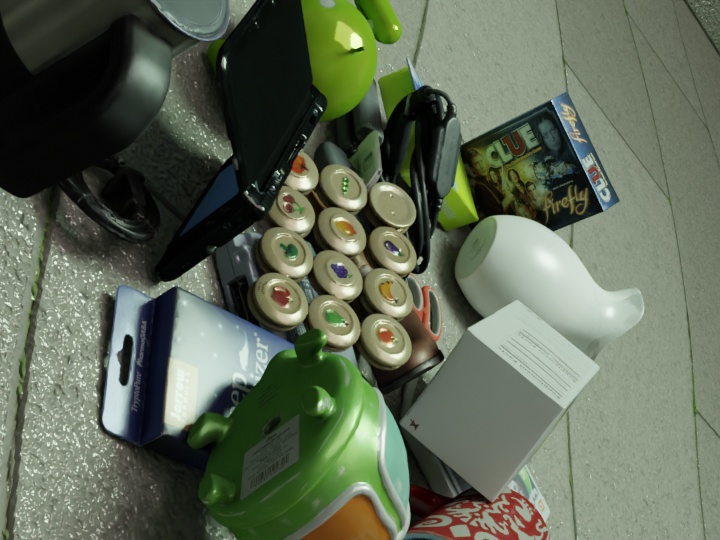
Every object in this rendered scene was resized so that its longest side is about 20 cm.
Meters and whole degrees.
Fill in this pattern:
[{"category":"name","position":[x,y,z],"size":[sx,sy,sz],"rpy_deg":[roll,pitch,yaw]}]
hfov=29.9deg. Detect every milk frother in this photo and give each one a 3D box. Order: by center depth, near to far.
[{"category":"milk frother","position":[-0.165,-0.132,0.935],"size":[0.199,0.186,0.183],"rpy_deg":[14,56,-57]}]

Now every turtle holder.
[{"category":"turtle holder","position":[-0.038,0.133,0.933],"size":[0.132,0.141,0.185],"rpy_deg":[47,-11,-23]}]

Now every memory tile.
[{"category":"memory tile","position":[-0.019,-0.015,1.147],"size":[0.152,0.017,0.202],"rpy_deg":[22,46,-21]}]

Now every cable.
[{"category":"cable","position":[0.041,-0.081,1.327],"size":[0.050,0.163,0.203],"rpy_deg":[7,92,-23]}]

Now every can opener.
[{"category":"can opener","position":[-0.013,-0.141,1.348],"size":[0.066,0.053,0.201],"rpy_deg":[32,30,-27]}]

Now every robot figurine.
[{"category":"robot figurine","position":[-0.048,-0.200,1.240],"size":[0.200,0.173,0.117],"rpy_deg":[-125,-168,-72]}]

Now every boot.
[{"category":"boot","position":[0.000,0.000,1.213],"size":[0.202,0.068,0.188],"rpy_deg":[60,10,-12]}]

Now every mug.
[{"category":"mug","position":[0.080,0.239,1.142],"size":[0.200,0.132,0.180],"rpy_deg":[-15,83,-66]}]

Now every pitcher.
[{"category":"pitcher","position":[0.194,0.044,1.524],"size":[0.198,0.173,0.121],"rpy_deg":[30,12,-18]}]

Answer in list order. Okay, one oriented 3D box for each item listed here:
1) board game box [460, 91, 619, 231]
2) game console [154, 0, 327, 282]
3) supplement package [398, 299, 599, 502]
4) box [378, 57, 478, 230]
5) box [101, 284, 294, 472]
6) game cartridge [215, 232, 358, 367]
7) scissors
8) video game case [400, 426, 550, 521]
[{"category":"board game box","position":[0.188,-0.106,1.546],"size":[0.034,0.199,0.137],"rpy_deg":[-29,94,-40]},{"category":"game console","position":[-0.104,-0.117,1.059],"size":[0.117,0.175,0.201],"rpy_deg":[48,31,-16]},{"category":"supplement package","position":[0.133,0.115,1.244],"size":[0.109,0.114,0.200],"rpy_deg":[38,17,11]},{"category":"box","position":[0.073,-0.134,1.475],"size":[0.200,0.047,0.124],"rpy_deg":[43,31,-64]},{"category":"box","position":[-0.099,0.093,1.000],"size":[0.199,0.032,0.123],"rpy_deg":[28,49,-36]},{"category":"game cartridge","position":[-0.052,0.069,1.144],"size":[0.132,0.041,0.203],"rpy_deg":[6,63,-56]},{"category":"scissors","position":[0.062,0.085,1.359],"size":[0.073,0.014,0.202],"rpy_deg":[45,31,-38]},{"category":"video game case","position":[0.121,0.204,1.359],"size":[0.202,0.023,0.182],"rpy_deg":[62,27,-7]}]
